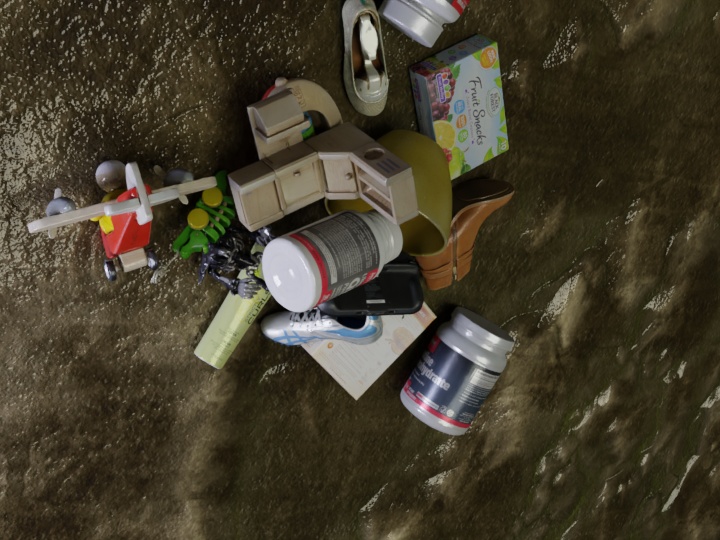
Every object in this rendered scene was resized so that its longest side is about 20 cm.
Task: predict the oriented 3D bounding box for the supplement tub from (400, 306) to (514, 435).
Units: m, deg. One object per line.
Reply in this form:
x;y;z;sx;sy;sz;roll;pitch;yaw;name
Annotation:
0.175;0.181;2.046;0.140;0.140;0.200;21;102;-43;supplement tub

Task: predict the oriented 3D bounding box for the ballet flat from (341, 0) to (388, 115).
0.007;-0.306;1.674;0.067;0.062;0.201;-18;126;-9;ballet flat

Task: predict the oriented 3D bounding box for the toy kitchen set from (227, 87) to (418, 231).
-0.060;-0.139;1.547;0.199;0.180;0.164;-27;129;-19;toy kitchen set

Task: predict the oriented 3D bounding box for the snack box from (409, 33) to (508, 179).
0.162;-0.259;1.828;0.142;0.053;0.201;-30;131;-21;snack box

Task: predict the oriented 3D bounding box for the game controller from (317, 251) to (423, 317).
0.011;0.020;1.746;0.199;0.042;0.105;0;75;-33;game controller

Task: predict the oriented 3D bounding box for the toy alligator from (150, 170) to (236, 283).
-0.226;-0.053;1.622;0.200;0.054;0.059;-61;179;-21;toy alligator

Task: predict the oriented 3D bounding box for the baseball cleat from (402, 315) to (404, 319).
0.000;0.000;1.805;0.199;0.070;0.107;21;72;-17;baseball cleat

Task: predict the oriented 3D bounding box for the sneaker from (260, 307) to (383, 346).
-0.063;0.078;1.800;0.199;0.072;0.073;-1;130;12;sneaker

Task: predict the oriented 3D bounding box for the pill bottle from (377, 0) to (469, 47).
0.119;-0.433;1.647;0.114;0.114;0.200;28;98;-43;pill bottle

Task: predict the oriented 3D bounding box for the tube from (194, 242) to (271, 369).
-0.186;0.056;1.764;0.200;0.052;0.058;-58;162;-2;tube

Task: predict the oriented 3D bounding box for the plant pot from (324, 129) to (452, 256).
0.062;-0.132;1.757;0.200;0.199;0.142;41;63;-44;plant pot

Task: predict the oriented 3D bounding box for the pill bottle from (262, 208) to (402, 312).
-0.035;-0.023;1.634;0.200;0.111;0.111;-25;130;-40;pill bottle

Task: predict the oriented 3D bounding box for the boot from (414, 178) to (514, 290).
0.181;-0.059;1.946;0.200;0.077;0.156;-28;128;-17;boot

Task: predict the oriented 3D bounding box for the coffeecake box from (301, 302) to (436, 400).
0.009;0.093;1.913;0.200;0.073;0.154;-45;132;-5;coffeecake box

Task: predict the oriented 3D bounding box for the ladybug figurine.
-0.093;-0.199;1.659;0.135;0.072;0.201;-29;131;-19;ladybug figurine

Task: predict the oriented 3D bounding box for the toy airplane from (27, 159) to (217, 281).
-0.315;-0.092;1.511;0.199;0.142;0.200;-32;160;18;toy airplane

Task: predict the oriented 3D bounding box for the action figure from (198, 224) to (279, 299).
-0.162;-0.015;1.689;0.199;0.102;0.119;22;83;-31;action figure
